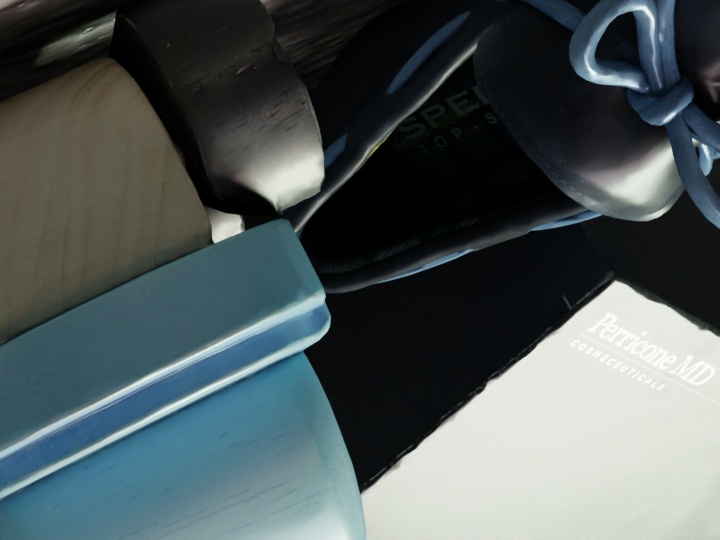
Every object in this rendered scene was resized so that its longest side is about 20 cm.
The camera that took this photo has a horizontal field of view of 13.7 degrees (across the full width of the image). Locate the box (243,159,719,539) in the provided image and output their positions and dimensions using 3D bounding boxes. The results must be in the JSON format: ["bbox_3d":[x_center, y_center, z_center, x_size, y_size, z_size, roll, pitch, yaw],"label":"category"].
[{"bbox_3d":[0.035,0.048,0.818,0.182,0.104,0.200,-40,143,19],"label":"box"}]

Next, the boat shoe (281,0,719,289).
[{"bbox_3d":[0.058,-0.037,0.630,0.200,0.084,0.069,-34,-160,49],"label":"boat shoe"}]

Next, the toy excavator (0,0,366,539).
[{"bbox_3d":[-0.044,0.064,0.608,0.100,0.200,0.194,-24,176,-17],"label":"toy excavator"}]
